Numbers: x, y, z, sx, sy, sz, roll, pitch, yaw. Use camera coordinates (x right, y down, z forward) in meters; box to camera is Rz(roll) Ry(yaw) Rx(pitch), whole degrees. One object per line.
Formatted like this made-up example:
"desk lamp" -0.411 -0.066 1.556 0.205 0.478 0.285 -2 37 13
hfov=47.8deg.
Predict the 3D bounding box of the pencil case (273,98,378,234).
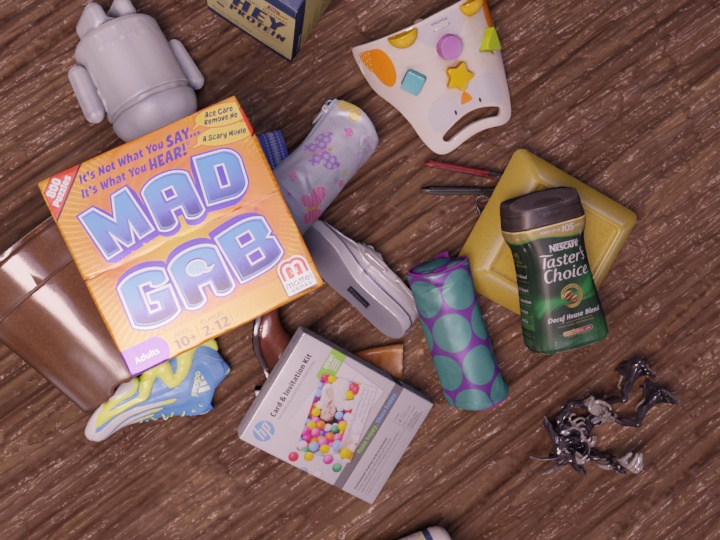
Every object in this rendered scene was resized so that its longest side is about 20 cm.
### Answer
"pencil case" -0.060 -0.126 1.032 0.200 0.083 0.091 -53 137 -23

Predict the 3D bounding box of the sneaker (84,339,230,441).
"sneaker" -0.249 0.165 1.036 0.200 0.076 0.105 -44 94 -7

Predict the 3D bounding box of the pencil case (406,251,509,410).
"pencil case" 0.127 0.081 1.064 0.085 0.092 0.200 -13 102 24

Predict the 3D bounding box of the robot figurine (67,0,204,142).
"robot figurine" -0.281 -0.240 1.024 0.169 0.113 0.200 -30 92 -32

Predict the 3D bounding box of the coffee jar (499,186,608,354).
"coffee jar" 0.241 -0.002 1.024 0.104 0.085 0.200 -15 99 -5

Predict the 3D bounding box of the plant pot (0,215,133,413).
"plant pot" -0.341 0.051 0.978 0.200 0.200 0.198 -41 100 -6

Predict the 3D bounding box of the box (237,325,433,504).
"box" -0.031 0.185 1.036 0.200 0.041 0.156 31 92 -15

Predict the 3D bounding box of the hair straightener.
"hair straightener" 0.178 -0.100 1.115 0.200 0.041 0.077 7 99 -11

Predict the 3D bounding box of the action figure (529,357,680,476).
"action figure" 0.324 0.208 1.086 0.200 0.102 0.119 -40 104 -7

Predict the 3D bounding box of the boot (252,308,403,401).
"boot" -0.040 0.111 1.064 0.200 0.068 0.189 -3 88 -7

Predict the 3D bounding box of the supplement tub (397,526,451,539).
"supplement tub" 0.038 0.424 1.024 0.200 0.145 0.145 -19 90 -6

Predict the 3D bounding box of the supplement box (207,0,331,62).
"supplement box" -0.086 -0.401 1.007 0.134 0.200 0.200 32 84 -4

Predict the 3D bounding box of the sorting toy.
"sorting toy" 0.123 -0.259 1.092 0.200 0.107 0.180 -29 111 -6

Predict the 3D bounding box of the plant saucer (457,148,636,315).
"plant saucer" 0.253 -0.031 1.089 0.200 0.048 0.200 28 95 -10

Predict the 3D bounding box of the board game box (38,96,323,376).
"board game box" -0.175 -0.031 0.849 0.200 0.200 0.200 -25 92 -7

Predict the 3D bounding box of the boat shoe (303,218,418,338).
"boat shoe" 0.000 0.000 1.078 0.200 0.074 0.065 49 55 -7

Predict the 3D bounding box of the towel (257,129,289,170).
"towel" -0.162 -0.082 1.020 0.200 0.024 0.145 -26 109 -35
